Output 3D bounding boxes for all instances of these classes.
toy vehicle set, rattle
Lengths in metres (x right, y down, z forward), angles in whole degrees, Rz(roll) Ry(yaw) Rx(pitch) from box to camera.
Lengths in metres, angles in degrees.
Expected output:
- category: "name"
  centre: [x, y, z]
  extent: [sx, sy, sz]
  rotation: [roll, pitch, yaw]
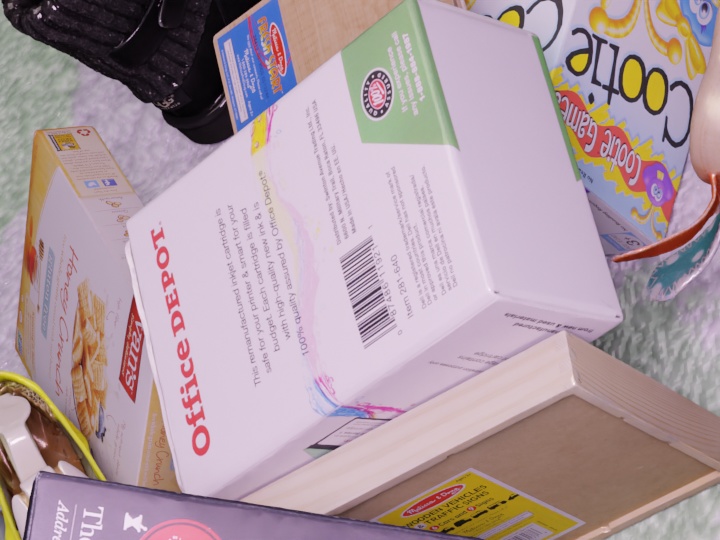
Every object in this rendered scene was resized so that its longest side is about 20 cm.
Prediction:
- category: "toy vehicle set"
  centre: [0.046, 0.098, 1.200]
  extent: [0.200, 0.124, 0.027]
  rotation: [-29, 53, 28]
- category: "rattle"
  centre: [0.206, -0.066, 1.183]
  extent: [0.142, 0.130, 0.200]
  rotation: [20, 56, 7]

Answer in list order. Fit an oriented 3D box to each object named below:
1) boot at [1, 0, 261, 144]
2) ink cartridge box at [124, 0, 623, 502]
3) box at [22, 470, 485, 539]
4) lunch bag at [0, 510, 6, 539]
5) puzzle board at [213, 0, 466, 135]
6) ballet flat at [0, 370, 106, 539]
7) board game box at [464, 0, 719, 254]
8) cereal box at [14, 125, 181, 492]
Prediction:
- category: "boot"
  centre: [-0.106, -0.191, 1.535]
  extent: [0.079, 0.158, 0.212]
  rotation: [-11, 56, 40]
- category: "ink cartridge box"
  centre: [0.000, 0.000, 1.197]
  extent: [0.200, 0.084, 0.145]
  rotation: [-36, 57, 37]
- category: "box"
  centre: [-0.056, 0.191, 1.105]
  extent: [0.104, 0.181, 0.201]
  rotation: [146, 132, -80]
- category: "lunch bag"
  centre: [-0.214, 0.186, 1.366]
  extent: [0.122, 0.170, 0.200]
  rotation: [-47, 37, 8]
- category: "puzzle board"
  centre: [0.005, -0.055, 1.275]
  extent: [0.151, 0.017, 0.201]
  rotation: [-32, 62, 38]
- category: "ballet flat"
  centre: [-0.151, 0.112, 1.361]
  extent: [0.067, 0.067, 0.200]
  rotation: [-27, 36, -8]
- category: "board game box"
  centre: [0.100, -0.118, 1.317]
  extent: [0.103, 0.105, 0.201]
  rotation: [-4, 61, 44]
- category: "cereal box"
  centre: [-0.129, 0.036, 1.434]
  extent: [0.200, 0.039, 0.144]
  rotation: [-126, 38, -51]
